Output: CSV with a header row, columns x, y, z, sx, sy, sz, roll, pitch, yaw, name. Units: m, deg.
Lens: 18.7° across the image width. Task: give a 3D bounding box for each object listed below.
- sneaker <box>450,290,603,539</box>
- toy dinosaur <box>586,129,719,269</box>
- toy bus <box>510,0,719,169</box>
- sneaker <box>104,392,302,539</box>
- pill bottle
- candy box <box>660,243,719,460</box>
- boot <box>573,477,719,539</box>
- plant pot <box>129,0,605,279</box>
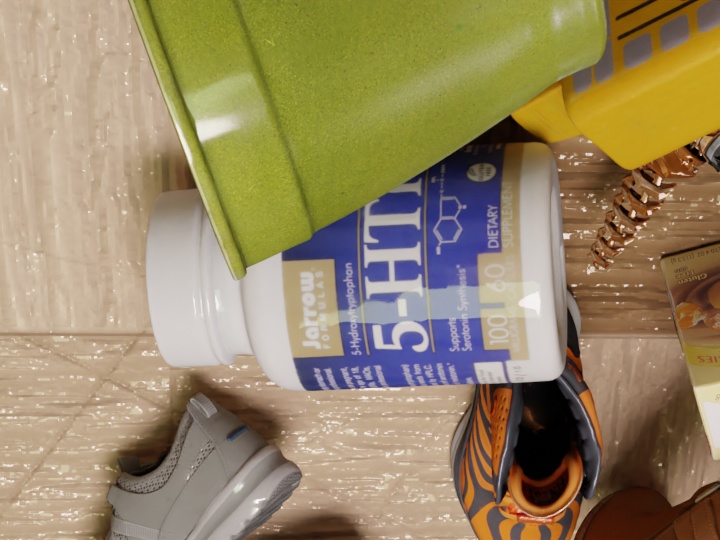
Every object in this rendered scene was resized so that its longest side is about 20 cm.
x,y,z,sx,sy,sz,roll,pitch,yaw,name
0.089,0.112,1.188,0.077,0.112,0.200,-5,126,1,sneaker
0.204,-0.066,1.092,0.200,0.102,0.136,-37,89,36,toy dinosaur
0.158,-0.110,1.028,0.200,0.078,0.065,-26,139,30,toy bus
-0.114,0.142,1.242,0.082,0.075,0.200,50,122,9,sneaker
0.000,0.000,1.095,0.200,0.120,0.120,-3,126,9,pill bottle
0.264,0.020,1.128,0.200,0.116,0.055,-14,126,8,candy box
0.182,0.140,1.161,0.074,0.200,0.155,32,117,-9,boot
-0.001,-0.122,0.974,0.193,0.200,0.201,-20,125,-2,plant pot
